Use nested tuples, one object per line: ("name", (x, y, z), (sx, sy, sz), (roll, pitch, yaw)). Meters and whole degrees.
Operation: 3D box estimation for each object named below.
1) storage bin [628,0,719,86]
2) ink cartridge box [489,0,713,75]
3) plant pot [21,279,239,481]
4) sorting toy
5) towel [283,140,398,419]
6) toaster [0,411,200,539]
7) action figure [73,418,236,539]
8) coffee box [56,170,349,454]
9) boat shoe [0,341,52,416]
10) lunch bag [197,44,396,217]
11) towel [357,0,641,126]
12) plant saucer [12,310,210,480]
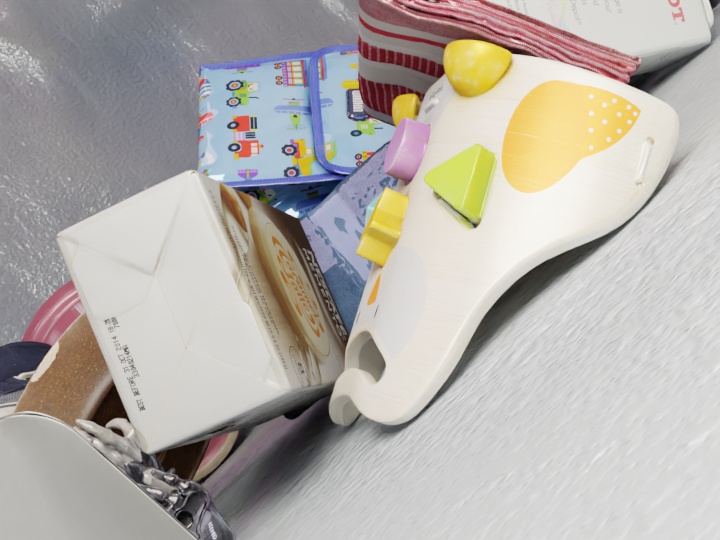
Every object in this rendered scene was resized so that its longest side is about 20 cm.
("storage bin", (0.149, -0.208, 0.888), (0.135, 0.200, 0.146), (-53, 6, -18))
("ink cartridge box", (0.117, -0.193, 0.767), (0.198, 0.146, 0.085), (-14, -4, -13))
("plant pot", (-0.186, 0.103, 0.970), (0.200, 0.200, 0.179), (-43, 19, -13))
("sorting toy", (0.040, -0.003, 0.571), (0.181, 0.106, 0.200), (-63, 9, -13))
("towel", (0.000, 0.000, 0.747), (0.200, 0.112, 0.049), (-40, -34, 3))
("toaster", (-0.149, 0.158, 0.351), (0.181, 0.119, 0.200), (-40, 5, 47))
("action figure", (-0.132, 0.136, 0.573), (0.119, 0.102, 0.200), (-57, 10, -23))
("coffee box", (-0.069, 0.025, 0.614), (0.079, 0.115, 0.200), (-25, -7, 8))
("boat shoe", (-0.219, 0.093, 0.678), (0.200, 0.092, 0.075), (-8, -61, -67))
("lunch bag", (-0.017, -0.099, 0.868), (0.198, 0.094, 0.151), (-12, 45, 4))
("towel", (0.064, -0.098, 0.632), (0.200, 0.143, 0.023), (89, -156, -79))
("plant saucer", (-0.142, 0.103, 0.694), (0.200, 0.034, 0.201), (-51, -28, -40))
